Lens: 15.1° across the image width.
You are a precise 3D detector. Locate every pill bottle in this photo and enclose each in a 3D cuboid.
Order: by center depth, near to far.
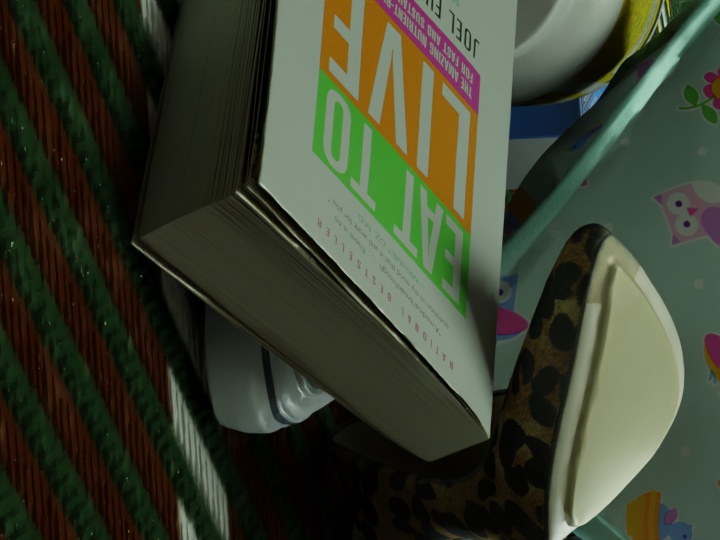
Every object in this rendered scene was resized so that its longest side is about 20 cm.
[{"bbox_3d":[0.058,-0.122,1.093,0.200,0.112,0.113,-15,103,-77],"label":"pill bottle"}]

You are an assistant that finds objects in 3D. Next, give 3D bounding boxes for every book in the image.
[{"bbox_3d":[-0.001,-0.054,0.873,0.134,0.048,0.200,43,37,-36],"label":"book"}]

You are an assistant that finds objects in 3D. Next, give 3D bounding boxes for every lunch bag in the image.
[{"bbox_3d":[0.127,0.021,1.056,0.200,0.170,0.122,-52,-176,-22],"label":"lunch bag"}]

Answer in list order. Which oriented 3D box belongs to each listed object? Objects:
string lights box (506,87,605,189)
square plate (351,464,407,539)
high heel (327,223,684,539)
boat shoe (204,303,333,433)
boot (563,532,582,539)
[{"bbox_3d":[0.081,-0.149,1.315,0.103,0.059,0.200,-57,142,-66],"label":"string lights box"},{"bbox_3d":[0.024,0.157,1.090,0.200,0.028,0.198,69,22,-54],"label":"square plate"},{"bbox_3d":[0.036,0.040,0.923,0.071,0.142,0.200,-34,141,-31],"label":"high heel"},{"bbox_3d":[0.000,0.000,0.924,0.200,0.067,0.074,-57,142,-68],"label":"boat shoe"},{"bbox_3d":[0.106,0.121,1.164,0.200,0.077,0.138,47,1,3],"label":"boot"}]
